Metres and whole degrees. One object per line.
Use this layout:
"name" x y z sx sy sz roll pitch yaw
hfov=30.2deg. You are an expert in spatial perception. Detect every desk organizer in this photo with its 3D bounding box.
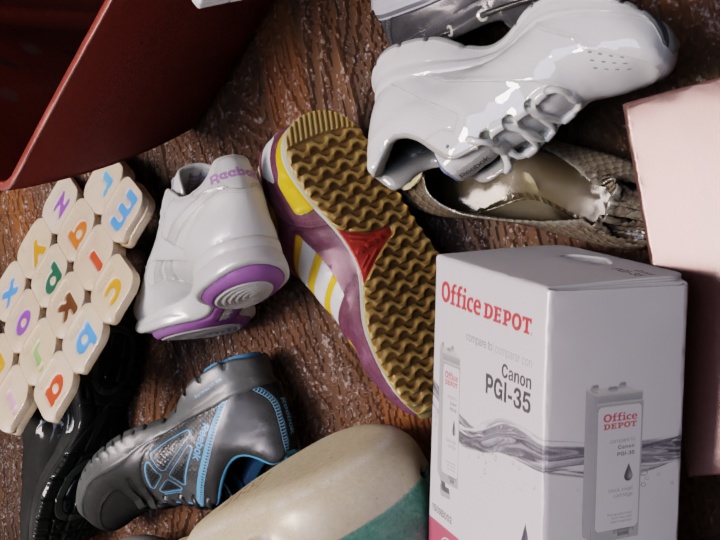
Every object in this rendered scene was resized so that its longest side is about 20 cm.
"desk organizer" 0.200 0.002 0.686 0.077 0.072 0.201 -12 85 38

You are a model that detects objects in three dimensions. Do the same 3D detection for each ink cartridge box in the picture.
"ink cartridge box" 0.099 0.094 0.712 0.146 0.082 0.201 -159 68 -69

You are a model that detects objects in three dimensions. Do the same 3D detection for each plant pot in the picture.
"plant pot" -0.175 -0.189 0.882 0.200 0.176 0.200 48 118 24

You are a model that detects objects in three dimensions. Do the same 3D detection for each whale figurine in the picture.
"whale figurine" -0.039 0.175 0.822 0.199 0.159 0.104 -29 94 18

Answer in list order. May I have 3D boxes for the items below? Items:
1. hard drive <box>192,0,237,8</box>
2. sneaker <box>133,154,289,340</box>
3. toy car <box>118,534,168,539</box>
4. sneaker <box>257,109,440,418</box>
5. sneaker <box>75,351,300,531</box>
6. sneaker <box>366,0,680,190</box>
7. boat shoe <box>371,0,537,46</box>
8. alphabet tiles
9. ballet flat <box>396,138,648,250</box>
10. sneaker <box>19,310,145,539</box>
"hard drive" -0.029 -0.228 0.768 0.132 0.199 0.027 63 152 15
"sneaker" -0.101 -0.012 0.880 0.200 0.075 0.100 -34 65 58
"toy car" -0.137 0.291 0.908 0.199 0.175 0.150 8 133 35
"sneaker" 0.000 0.000 0.838 0.201 0.075 0.090 66 155 1
"sneaker" -0.124 0.139 0.924 0.200 0.073 0.082 -40 70 31
"sneaker" 0.085 -0.090 0.734 0.199 0.074 0.087 -13 53 43
"boat shoe" 0.095 -0.157 0.760 0.199 0.070 0.067 -11 103 33
"alphabet tiles" -0.215 0.015 0.965 0.200 0.015 0.196 -58 35 8
"ballet flat" 0.090 -0.052 0.777 0.199 0.046 0.068 19 102 34
"sneaker" -0.221 0.117 1.002 0.091 0.076 0.201 15 92 41
